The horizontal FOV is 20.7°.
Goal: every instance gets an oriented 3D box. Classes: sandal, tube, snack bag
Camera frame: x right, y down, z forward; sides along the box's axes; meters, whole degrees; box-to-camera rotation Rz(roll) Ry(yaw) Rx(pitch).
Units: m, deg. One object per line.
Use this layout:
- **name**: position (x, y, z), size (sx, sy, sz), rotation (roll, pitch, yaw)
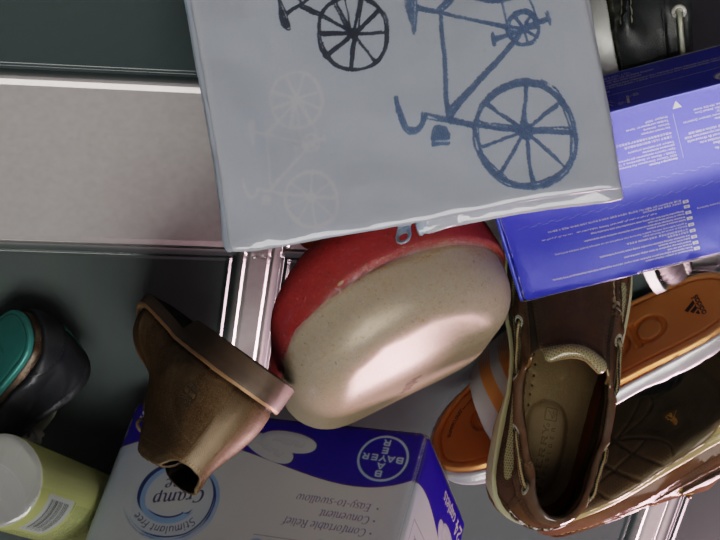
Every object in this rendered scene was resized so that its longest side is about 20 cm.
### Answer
- **sandal**: position (0.121, 0.044, 1.131), size (0.206, 0.079, 0.059), rotation (-31, 128, 6)
- **tube**: position (-0.173, 0.134, 1.135), size (0.058, 0.052, 0.200), rotation (21, 172, 17)
- **snack bag**: position (0.014, -0.108, 0.937), size (0.199, 0.021, 0.190), rotation (-11, 88, 0)

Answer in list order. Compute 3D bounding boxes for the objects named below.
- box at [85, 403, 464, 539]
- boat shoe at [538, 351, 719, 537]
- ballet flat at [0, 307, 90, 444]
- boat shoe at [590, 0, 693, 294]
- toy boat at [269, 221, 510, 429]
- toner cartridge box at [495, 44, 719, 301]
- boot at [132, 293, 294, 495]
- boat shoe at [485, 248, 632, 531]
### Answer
- **box**: position (-0.059, 0.191, 1.099), size (0.183, 0.201, 0.105), rotation (4, 146, 19)
- **boat shoe**: position (0.190, 0.112, 1.198), size (0.199, 0.072, 0.068), rotation (-31, 127, 14)
- **ballet flat**: position (-0.229, 0.099, 1.125), size (0.200, 0.073, 0.073), rotation (-41, 125, 17)
- **boat shoe**: position (0.160, -0.071, 1.031), size (0.060, 0.076, 0.201), rotation (-12, 133, 9)
- **toy boat**: position (0.000, 0.000, 1.040), size (0.130, 0.131, 0.200), rotation (-26, 171, -8)
- **toner cartridge box**: position (0.163, -0.056, 0.976), size (0.199, 0.043, 0.095), rotation (-13, 121, 10)
- **boot**: position (-0.097, 0.064, 1.034), size (0.073, 0.200, 0.076), rotation (35, 86, -16)
- **boat shoe**: position (0.114, 0.040, 1.055), size (0.074, 0.075, 0.204), rotation (4, 91, -9)
